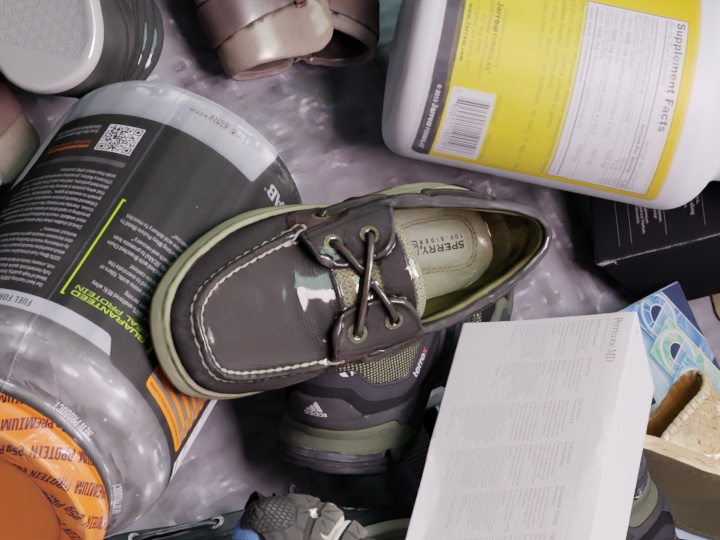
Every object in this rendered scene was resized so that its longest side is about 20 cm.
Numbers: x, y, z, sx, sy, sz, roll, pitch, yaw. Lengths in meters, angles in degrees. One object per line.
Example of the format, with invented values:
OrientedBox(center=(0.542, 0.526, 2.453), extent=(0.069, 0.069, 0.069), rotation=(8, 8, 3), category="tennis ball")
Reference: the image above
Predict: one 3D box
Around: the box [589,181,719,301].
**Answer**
OrientedBox(center=(0.191, -0.097, 1.453), extent=(0.079, 0.141, 0.201), rotation=(34, 46, -54), category="box")

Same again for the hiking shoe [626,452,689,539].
OrientedBox(center=(0.072, 0.172, 1.228), extent=(0.200, 0.076, 0.101), rotation=(-44, 121, -7), category="hiking shoe")

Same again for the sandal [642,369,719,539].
OrientedBox(center=(0.150, 0.077, 1.319), extent=(0.211, 0.078, 0.070), rotation=(16, 65, -29), category="sandal")

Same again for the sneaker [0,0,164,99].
OrientedBox(center=(-0.139, -0.163, 1.236), extent=(0.099, 0.070, 0.201), rotation=(41, 37, -73), category="sneaker")

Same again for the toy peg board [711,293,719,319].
OrientedBox(center=(0.281, -0.073, 1.558), extent=(0.199, 0.098, 0.201), rotation=(5, 66, -39), category="toy peg board")

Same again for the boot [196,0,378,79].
OrientedBox(center=(-0.070, -0.164, 1.318), extent=(0.199, 0.070, 0.147), rotation=(-5, 78, -38), category="boot")

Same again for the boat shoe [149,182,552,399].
OrientedBox(center=(0.001, 0.001, 1.138), extent=(0.201, 0.066, 0.072), rotation=(-18, 96, -46), category="boat shoe")

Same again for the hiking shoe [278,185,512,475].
OrientedBox(center=(0.022, 0.004, 1.266), extent=(0.200, 0.075, 0.101), rotation=(-59, 154, -51), category="hiking shoe")

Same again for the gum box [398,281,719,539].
OrientedBox(center=(0.124, 0.116, 1.363), extent=(0.200, 0.045, 0.170), rotation=(-25, 86, -44), category="gum box")

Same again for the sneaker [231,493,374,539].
OrientedBox(center=(-0.026, 0.185, 1.133), extent=(0.078, 0.090, 0.201), rotation=(-55, 136, -57), category="sneaker")

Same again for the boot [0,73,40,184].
OrientedBox(center=(-0.194, -0.102, 1.195), extent=(0.146, 0.070, 0.200), rotation=(47, 43, -23), category="boot")

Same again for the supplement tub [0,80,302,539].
OrientedBox(center=(-0.113, 0.025, 1.151), extent=(0.123, 0.122, 0.200), rotation=(44, 47, -15), category="supplement tub")

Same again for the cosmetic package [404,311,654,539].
OrientedBox(center=(0.069, 0.100, 1.164), extent=(0.200, 0.082, 0.051), rotation=(-71, 149, -49), category="cosmetic package")

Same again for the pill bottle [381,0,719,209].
OrientedBox(center=(0.116, -0.092, 1.339), extent=(0.199, 0.112, 0.112), rotation=(11, 58, -5), category="pill bottle")

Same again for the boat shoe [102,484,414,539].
OrientedBox(center=(-0.039, 0.126, 1.204), extent=(0.199, 0.075, 0.066), rotation=(-14, 49, -40), category="boat shoe")
